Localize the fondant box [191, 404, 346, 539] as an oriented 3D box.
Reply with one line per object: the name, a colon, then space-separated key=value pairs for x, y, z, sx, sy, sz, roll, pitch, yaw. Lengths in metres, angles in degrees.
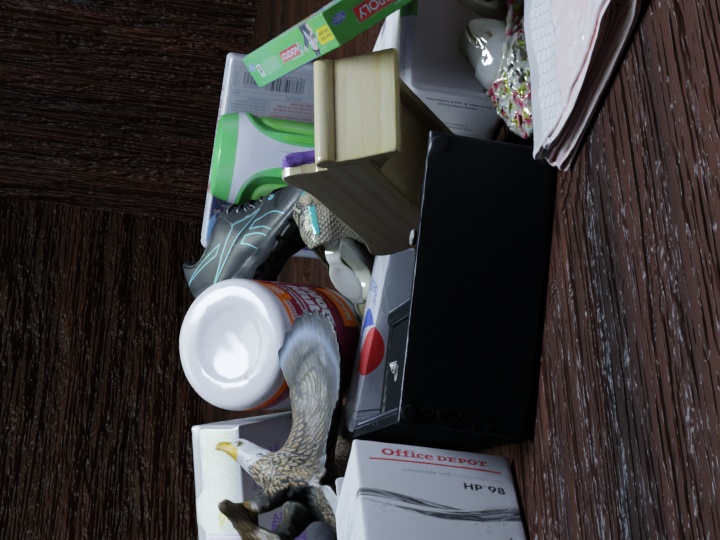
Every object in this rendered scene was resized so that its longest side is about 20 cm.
fondant box: x=-0.057 y=0.196 z=1.761 sx=0.058 sy=0.199 sz=0.146 roll=-4 pitch=90 yaw=39

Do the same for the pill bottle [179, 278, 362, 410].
pill bottle: x=-0.062 y=0.066 z=1.765 sx=0.199 sy=0.109 sz=0.111 roll=5 pitch=-88 yaw=-62

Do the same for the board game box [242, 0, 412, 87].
board game box: x=-0.001 y=-0.195 z=1.513 sx=0.029 sy=0.134 sz=0.200 roll=57 pitch=162 yaw=-8

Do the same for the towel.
towel: x=0.143 y=-0.198 z=1.328 sx=0.192 sy=0.032 sz=0.202 roll=109 pitch=165 yaw=-54

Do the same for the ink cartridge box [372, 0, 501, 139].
ink cartridge box: x=0.059 y=-0.151 z=1.668 sx=0.200 sy=0.083 sz=0.147 roll=114 pitch=162 yaw=-61

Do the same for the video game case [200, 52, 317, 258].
video game case: x=-0.041 y=-0.102 z=1.912 sx=0.023 sy=0.198 sz=0.184 roll=-134 pitch=52 yaw=-68

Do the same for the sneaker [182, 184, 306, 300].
sneaker: x=-0.087 y=-0.037 z=1.786 sx=0.200 sy=0.079 sz=0.075 roll=-50 pitch=-23 yaw=21

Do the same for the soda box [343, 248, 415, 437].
soda box: x=0.035 y=0.059 z=1.711 sx=0.064 sy=0.067 sz=0.202 roll=-100 pitch=20 yaw=-63

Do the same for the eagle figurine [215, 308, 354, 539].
eagle figurine: x=-0.041 y=0.146 z=1.591 sx=0.200 sy=0.151 sz=0.152 roll=-52 pitch=2 yaw=-39

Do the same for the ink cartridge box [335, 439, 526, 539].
ink cartridge box: x=0.046 y=0.179 z=1.369 sx=0.201 sy=0.115 sz=0.067 roll=-98 pitch=17 yaw=-59

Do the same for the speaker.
speaker: x=-0.033 y=-0.091 z=1.847 sx=0.088 sy=0.198 sz=0.089 roll=-173 pitch=90 yaw=-82

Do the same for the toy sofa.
toy sofa: x=0.020 y=-0.084 z=1.527 sx=0.200 sy=0.097 sz=0.084 roll=38 pitch=-132 yaw=-59

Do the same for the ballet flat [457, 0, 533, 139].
ballet flat: x=0.101 y=-0.182 z=1.483 sx=0.076 sy=0.063 sz=0.202 roll=114 pitch=161 yaw=-53

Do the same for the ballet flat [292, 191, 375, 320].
ballet flat: x=0.000 y=0.000 z=1.758 sx=0.200 sy=0.067 sz=0.076 roll=44 pitch=-147 yaw=-54

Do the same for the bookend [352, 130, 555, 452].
bookend: x=0.064 y=0.022 z=1.461 sx=0.199 sy=0.091 sz=0.202 roll=142 pitch=135 yaw=-79
